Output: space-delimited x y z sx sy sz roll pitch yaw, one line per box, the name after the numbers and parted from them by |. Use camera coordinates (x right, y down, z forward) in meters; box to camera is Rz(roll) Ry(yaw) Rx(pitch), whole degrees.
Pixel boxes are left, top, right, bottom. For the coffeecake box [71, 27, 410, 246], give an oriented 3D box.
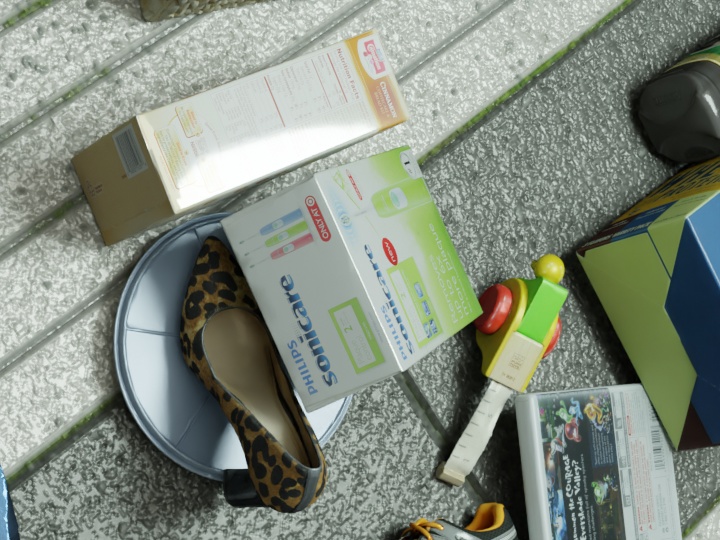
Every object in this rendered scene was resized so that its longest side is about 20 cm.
-0.088 -0.095 1.097 0.198 0.153 0.074 -24 94 -28 | coffeecake box

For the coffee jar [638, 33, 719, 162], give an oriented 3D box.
0.345 -0.175 1.359 0.199 0.104 0.086 -34 100 -26 | coffee jar

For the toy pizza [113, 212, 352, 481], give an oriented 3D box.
-0.093 0.057 1.141 0.198 0.032 0.203 5 79 -26 | toy pizza

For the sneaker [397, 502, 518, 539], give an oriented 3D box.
0.045 0.230 1.166 0.198 0.078 0.078 -4 85 -38 | sneaker

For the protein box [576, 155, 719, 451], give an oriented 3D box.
0.328 0.011 1.290 0.199 0.134 0.200 -33 98 -35 | protein box

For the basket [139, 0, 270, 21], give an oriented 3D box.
-0.087 -0.305 1.105 0.159 0.200 0.201 -18 90 -26 | basket

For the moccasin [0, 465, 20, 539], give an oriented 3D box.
-0.267 0.186 1.016 0.079 0.068 0.203 -14 88 -20 | moccasin

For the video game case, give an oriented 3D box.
0.202 0.198 1.252 0.180 0.023 0.203 0 83 -44 | video game case

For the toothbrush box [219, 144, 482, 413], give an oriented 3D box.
0.000 0.000 1.106 0.147 0.085 0.200 66 24 0 | toothbrush box

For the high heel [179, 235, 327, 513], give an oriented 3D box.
-0.068 0.067 1.053 0.071 0.142 0.203 -7 85 -27 | high heel

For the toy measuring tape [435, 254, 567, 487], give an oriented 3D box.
0.110 0.076 1.238 0.073 0.074 0.202 26 94 -21 | toy measuring tape
